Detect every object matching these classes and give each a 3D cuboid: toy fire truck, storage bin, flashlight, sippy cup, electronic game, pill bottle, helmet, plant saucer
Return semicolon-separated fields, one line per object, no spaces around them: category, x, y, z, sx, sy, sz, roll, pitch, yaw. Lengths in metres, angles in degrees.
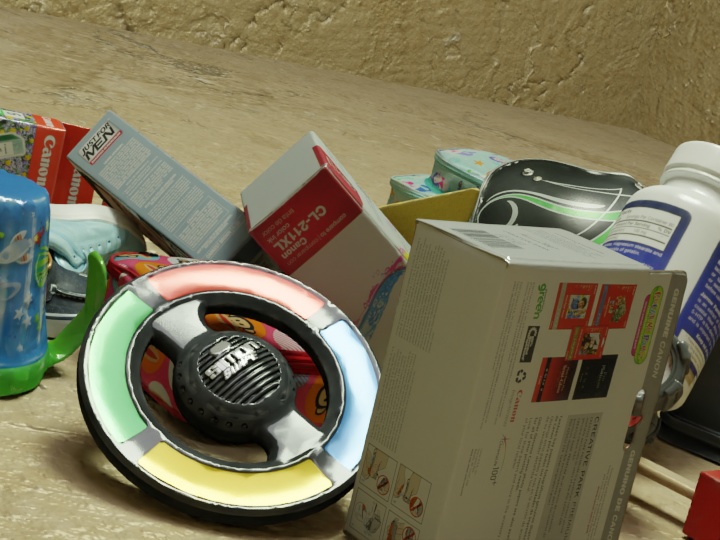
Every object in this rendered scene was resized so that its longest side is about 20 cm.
toy fire truck;0.174;0.142;1.107;0.140;0.049;0.199;6;14;-34
storage bin;0.363;0.091;1.344;0.144;0.136;0.199;21;15;29
flashlight;0.207;0.094;1.148;0.067;0.069;0.200;-17;-21;1
sippy cup;-0.267;-0.001;1.027;0.138;0.132;0.177;20;13;22
electronic game;-0.078;0.071;0.957;0.197;0.042;0.202;10;46;-10
pill bottle;0.255;0.001;1.254;0.119;0.201;0.120;30;-17;10
helmet;0.194;0.002;1.395;0.188;0.203;0.200;13;12;14
plant saucer;0.002;-0.023;1.413;0.197;0.049;0.200;-11;-3;-9

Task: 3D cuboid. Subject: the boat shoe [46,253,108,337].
boat shoe;-0.258;-0.007;1.146;0.198;0.092;0.071;6;17;-30

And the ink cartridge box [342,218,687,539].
ink cartridge box;0.098;0.080;0.936;0.174;0.203;0.083;3;16;-42

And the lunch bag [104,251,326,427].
lunch bag;-0.086;0.056;1.123;0.175;0.083;0.199;8;16;-41

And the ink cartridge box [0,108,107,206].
ink cartridge box;-0.313;-0.086;1.383;0.197;0.110;0.050;9;13;-22

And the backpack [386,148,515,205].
backpack;0.122;-0.054;1.681;0.198;0.153;0.177;15;13;26

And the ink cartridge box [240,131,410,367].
ink cartridge box;0.000;0.000;1.223;0.200;0.083;0.146;49;4;-15

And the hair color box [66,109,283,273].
hair color box;-0.157;-0.048;1.330;0.199;0.061;0.099;37;-11;28

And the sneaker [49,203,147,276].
sneaker;-0.249;-0.008;1.262;0.199;0.074;0.082;7;44;-49
